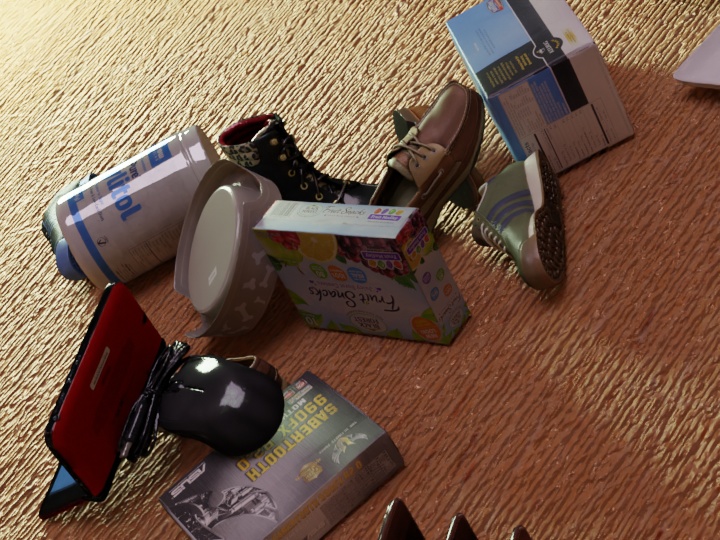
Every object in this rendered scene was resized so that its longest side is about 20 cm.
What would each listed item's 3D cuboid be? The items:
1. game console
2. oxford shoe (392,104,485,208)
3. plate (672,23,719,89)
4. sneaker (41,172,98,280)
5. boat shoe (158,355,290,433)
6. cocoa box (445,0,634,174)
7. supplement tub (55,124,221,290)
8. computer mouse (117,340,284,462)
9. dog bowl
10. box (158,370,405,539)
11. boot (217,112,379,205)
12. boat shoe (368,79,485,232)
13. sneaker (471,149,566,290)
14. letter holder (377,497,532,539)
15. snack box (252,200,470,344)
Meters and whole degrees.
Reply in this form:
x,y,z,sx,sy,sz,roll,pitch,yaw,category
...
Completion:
x,y,z,sx,sy,sz,roll,pitch,yaw,category
-0.293,0.136,1.736,0.118,0.173,0.201,0,52,24,game console
0.103,-0.139,1.882,0.071,0.072,0.200,-17,38,-12,oxford shoe
0.464,-0.243,1.765,0.200,0.032,0.199,-45,36,-21,plate
-0.370,-0.044,2.130,0.078,0.070,0.201,-28,30,20,sneaker
-0.168,0.122,1.755,0.199,0.068,0.072,-8,40,30,boat shoe
0.195,-0.214,1.844,0.131,0.134,0.200,-28,34,6,cocoa box
-0.254,-0.075,2.015,0.199,0.132,0.132,-29,34,4,supplement tub
-0.161,0.130,1.648,0.199,0.053,0.139,4,63,42,computer mouse
-0.144,-0.019,1.836,0.200,0.058,0.202,-39,46,55,dog bowl
-0.078,0.202,1.600,0.200,0.048,0.158,-40,34,-12,box
-0.055,-0.104,1.877,0.202,0.154,0.074,-4,42,35,boot
0.066,-0.108,1.785,0.075,0.074,0.201,32,102,39,boat shoe
0.158,-0.039,1.719,0.089,0.067,0.201,-24,34,23,sneaker
0.072,0.283,1.298,0.100,0.143,0.201,-12,38,25,letter holder
0.000,0.000,1.713,0.199,0.143,0.053,5,46,42,snack box
